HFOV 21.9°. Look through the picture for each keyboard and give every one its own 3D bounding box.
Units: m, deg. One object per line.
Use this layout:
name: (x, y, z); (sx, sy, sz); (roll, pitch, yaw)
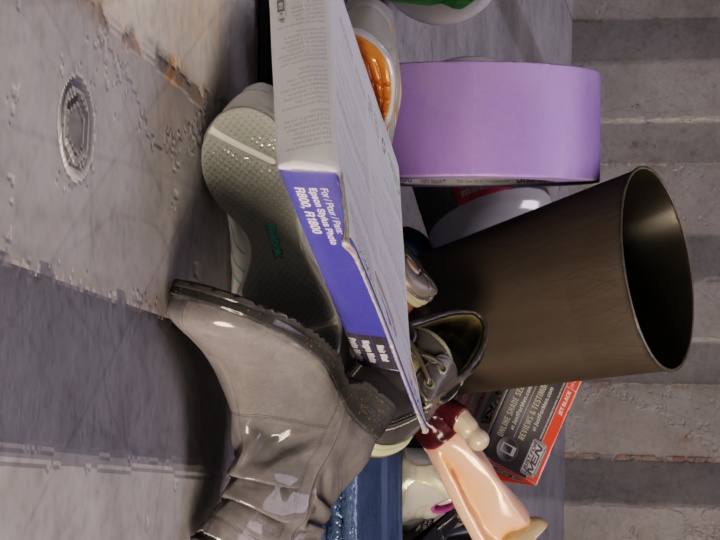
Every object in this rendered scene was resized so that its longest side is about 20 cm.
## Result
keyboard: (0.058, 0.225, 1.540); (0.021, 0.127, 0.200); (51, 10, 5)

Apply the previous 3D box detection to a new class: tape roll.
tape roll: (0.085, -0.109, 1.434); (0.200, 0.198, 0.086); (0, 91, -79)

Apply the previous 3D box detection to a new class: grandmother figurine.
grandmother figurine: (0.061, 0.123, 1.393); (0.060, 0.121, 0.201); (-39, 97, -28)

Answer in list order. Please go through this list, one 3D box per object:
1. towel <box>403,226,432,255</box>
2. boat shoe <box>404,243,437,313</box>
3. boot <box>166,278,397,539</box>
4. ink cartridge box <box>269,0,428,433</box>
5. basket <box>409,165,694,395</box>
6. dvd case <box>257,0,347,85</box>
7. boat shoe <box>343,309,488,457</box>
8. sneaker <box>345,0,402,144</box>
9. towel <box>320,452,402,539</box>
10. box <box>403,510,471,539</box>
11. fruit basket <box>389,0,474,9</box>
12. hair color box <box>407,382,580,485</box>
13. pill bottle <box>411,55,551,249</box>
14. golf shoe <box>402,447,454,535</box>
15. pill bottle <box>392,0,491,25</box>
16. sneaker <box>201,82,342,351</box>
towel: (0.040, 0.033, 1.541); (0.200, 0.048, 0.113); (-52, 124, -70)
boat shoe: (0.000, 0.000, 1.347); (0.076, 0.074, 0.200); (47, 3, -9)
boot: (-0.059, 0.098, 1.037); (0.200, 0.069, 0.132); (41, 72, -45)
ink cartridge box: (-0.008, -0.037, 1.046); (0.200, 0.040, 0.201); (69, 13, -52)
basket: (0.137, 0.022, 1.422); (0.137, 0.199, 0.181); (58, 30, -29)
dvd case: (-0.038, -0.156, 1.275); (0.200, 0.017, 0.144); (1, 89, -78)
boat shoe: (0.033, 0.066, 1.265); (0.066, 0.072, 0.201); (-54, 168, 23)
sneaker: (-0.003, -0.088, 1.227); (0.092, 0.075, 0.201); (-68, 173, -49)
towel: (-0.008, 0.170, 1.318); (0.200, 0.048, 0.113); (33, 56, -78)
box: (0.080, 0.327, 1.706); (0.201, 0.085, 0.165); (-78, 165, -45)
fruit basket: (0.046, -0.317, 1.416); (0.216, 0.154, 0.218); (-174, -90, -85)
hair color box: (0.103, 0.121, 1.576); (0.102, 0.061, 0.200); (-64, -164, -11)
pill bottle: (0.101, -0.072, 1.593); (0.111, 0.110, 0.202); (61, 10, -67)
golf shoe: (0.049, 0.183, 1.540); (0.200, 0.091, 0.076); (44, 46, -76)
pill bottle: (0.081, -0.291, 1.627); (0.200, 0.111, 0.114); (-63, 151, -65)
sneaker: (-0.046, -0.017, 1.114); (0.080, 0.070, 0.202); (-74, 160, -62)
